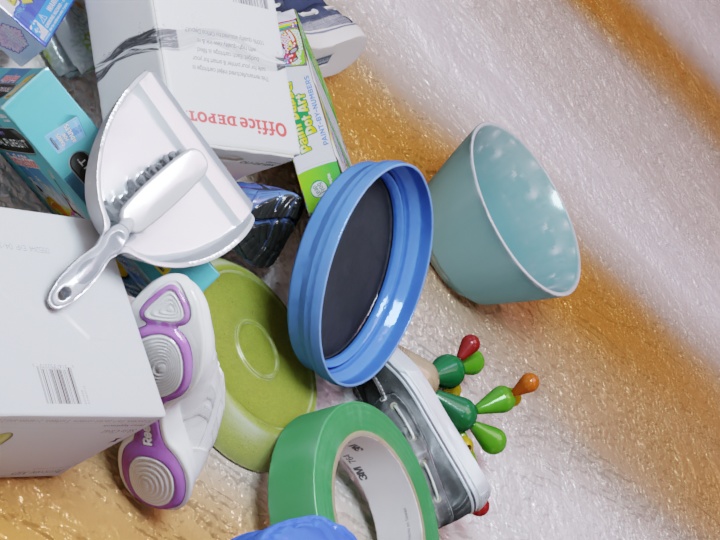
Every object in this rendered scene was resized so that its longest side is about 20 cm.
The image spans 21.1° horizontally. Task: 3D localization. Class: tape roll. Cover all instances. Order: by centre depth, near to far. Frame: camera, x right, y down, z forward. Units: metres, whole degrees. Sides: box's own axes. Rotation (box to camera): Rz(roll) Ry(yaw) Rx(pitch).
[{"bbox_3d":[-0.003,0.211,1.614,0.200,0.048,0.201,39,42,-48],"label":"tape roll"}]

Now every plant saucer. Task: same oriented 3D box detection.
[{"bbox_3d":[-0.097,0.071,1.631,0.200,0.031,0.200,39,36,-36],"label":"plant saucer"}]

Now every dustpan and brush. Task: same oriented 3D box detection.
[{"bbox_3d":[-0.159,-0.037,1.351,0.200,0.057,0.140,-46,110,-30],"label":"dustpan and brush"}]

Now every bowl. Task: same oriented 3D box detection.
[{"bbox_3d":[0.000,0.000,1.672,0.201,0.039,0.201,-43,141,-47],"label":"bowl"},{"bbox_3d":[0.134,-0.045,2.039,0.201,0.105,0.201,39,36,-36],"label":"bowl"}]

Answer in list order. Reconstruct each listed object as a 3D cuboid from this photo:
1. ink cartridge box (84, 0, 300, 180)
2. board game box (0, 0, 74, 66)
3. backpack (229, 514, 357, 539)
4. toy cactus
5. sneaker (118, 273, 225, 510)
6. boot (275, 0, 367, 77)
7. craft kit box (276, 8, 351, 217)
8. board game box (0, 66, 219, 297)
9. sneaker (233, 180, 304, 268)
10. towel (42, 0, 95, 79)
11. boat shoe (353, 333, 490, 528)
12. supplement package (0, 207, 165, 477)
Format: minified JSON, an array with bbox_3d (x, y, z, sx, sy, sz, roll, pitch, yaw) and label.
[{"bbox_3d":[-0.139,-0.179,1.566,0.144,0.084,0.200,3,72,-49],"label":"ink cartridge box"},{"bbox_3d":[-0.296,-0.298,1.545,0.199,0.041,0.200,41,47,-22],"label":"board game box"},{"bbox_3d":[-0.031,0.278,1.418,0.162,0.168,0.200,10,53,-64],"label":"backpack"},{"bbox_3d":[0.084,0.124,1.837,0.165,0.102,0.200,38,44,-21],"label":"toy cactus"},{"bbox_3d":[-0.139,0.077,1.428,0.100,0.075,0.200,-59,161,-53],"label":"sneaker"},{"bbox_3d":[-0.080,-0.229,1.902,0.090,0.073,0.200,44,29,15],"label":"boot"},{"bbox_3d":[-0.037,-0.111,1.792,0.200,0.048,0.198,65,11,-69],"label":"craft kit box"},{"bbox_3d":[-0.207,-0.062,1.455,0.200,0.047,0.151,51,-14,-19],"label":"board game box"},{"bbox_3d":[-0.118,-0.055,1.657,0.078,0.075,0.200,37,12,28],"label":"sneaker"},{"bbox_3d":[-0.245,-0.264,1.662,0.200,0.048,0.171,61,27,-2],"label":"towel"},{"bbox_3d":[0.036,0.142,1.743,0.071,0.072,0.200,-29,72,-27],"label":"boat shoe"},{"bbox_3d":[-0.253,0.049,1.303,0.200,0.111,0.156,7,59,-56],"label":"supplement package"}]
